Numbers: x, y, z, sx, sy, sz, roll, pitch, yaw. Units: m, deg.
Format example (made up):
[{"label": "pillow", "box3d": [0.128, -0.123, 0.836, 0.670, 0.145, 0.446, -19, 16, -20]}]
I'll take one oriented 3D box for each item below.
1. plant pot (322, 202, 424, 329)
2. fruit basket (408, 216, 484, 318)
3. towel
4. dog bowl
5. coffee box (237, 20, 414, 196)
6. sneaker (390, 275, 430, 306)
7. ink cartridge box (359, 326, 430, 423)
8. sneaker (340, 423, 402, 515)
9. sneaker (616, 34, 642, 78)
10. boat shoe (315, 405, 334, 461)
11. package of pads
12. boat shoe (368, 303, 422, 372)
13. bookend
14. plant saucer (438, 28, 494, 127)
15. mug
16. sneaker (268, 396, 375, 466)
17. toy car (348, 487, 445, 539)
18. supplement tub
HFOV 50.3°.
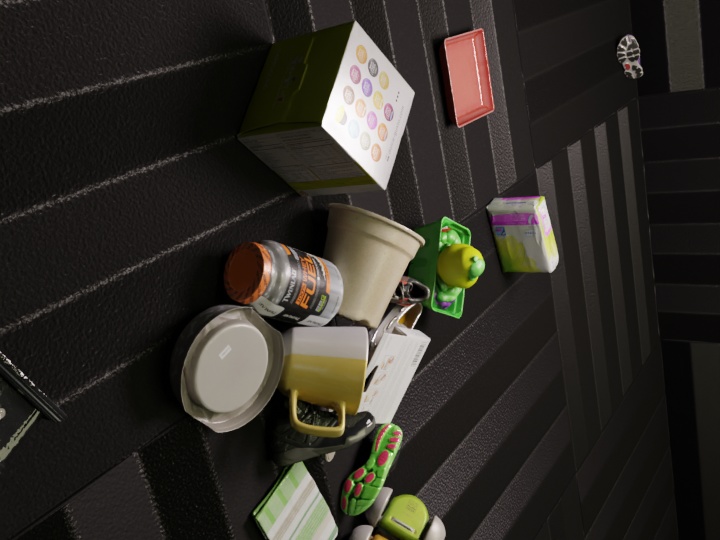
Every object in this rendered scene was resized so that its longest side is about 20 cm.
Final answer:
[{"label": "plant pot", "box3d": [0.000, 0.000, 1.430, 0.199, 0.197, 0.188, 27, 81, -49]}, {"label": "fruit basket", "box3d": [0.204, -0.007, 1.673, 0.154, 0.212, 0.222, 19, 77, -50]}, {"label": "towel", "box3d": [-0.118, 0.464, 1.408, 0.150, 0.030, 0.203, -50, 127, -42]}, {"label": "dog bowl", "box3d": [-0.213, 0.147, 1.209, 0.197, 0.058, 0.206, -19, 117, -42]}, {"label": "coffee box", "box3d": [-0.057, -0.268, 1.318, 0.197, 0.196, 0.204, 38, 62, -45]}, {"label": "sneaker", "box3d": [0.060, 0.033, 1.555, 0.196, 0.081, 0.080, 3, 88, -35]}, {"label": "ink cartridge box", "box3d": [0.041, 0.209, 1.530, 0.172, 0.043, 0.204, 14, 104, -51]}, {"label": "sneaker", "box3d": [0.032, 0.412, 1.557, 0.201, 0.076, 0.085, -53, 149, -22]}, {"label": "sneaker", "box3d": [0.975, -0.786, 2.787, 0.200, 0.079, 0.085, 49, 41, -53]}, {"label": "boat shoe", "box3d": [-0.074, 0.254, 1.442, 0.067, 0.056, 0.206, -18, 110, -64]}, {"label": "package of pads", "box3d": [0.427, -0.092, 2.000, 0.068, 0.152, 0.204, -45, 125, -41]}, {"label": "boat shoe", "box3d": [0.072, 0.134, 1.607, 0.201, 0.068, 0.072, -52, 129, -39]}, {"label": "bookend", "box3d": [-0.478, 0.179, 0.864, 0.202, 0.090, 0.201, -58, 133, -33]}, {"label": "plant saucer", "box3d": [0.252, -0.466, 1.855, 0.199, 0.036, 0.205, -32, 116, -49]}, {"label": "mug", "box3d": [-0.071, 0.170, 1.307, 0.187, 0.149, 0.153, -104, -156, -70]}, {"label": "sneaker", "box3d": [-0.071, 0.264, 1.364, 0.194, 0.076, 0.118, -13, 97, -9]}, {"label": "toy car", "box3d": [0.068, 0.562, 1.568, 0.202, 0.172, 0.152, -57, 167, -34]}, {"label": "supplement tub", "box3d": [-0.129, 0.022, 1.296, 0.198, 0.120, 0.126, 18, 77, -51]}]
